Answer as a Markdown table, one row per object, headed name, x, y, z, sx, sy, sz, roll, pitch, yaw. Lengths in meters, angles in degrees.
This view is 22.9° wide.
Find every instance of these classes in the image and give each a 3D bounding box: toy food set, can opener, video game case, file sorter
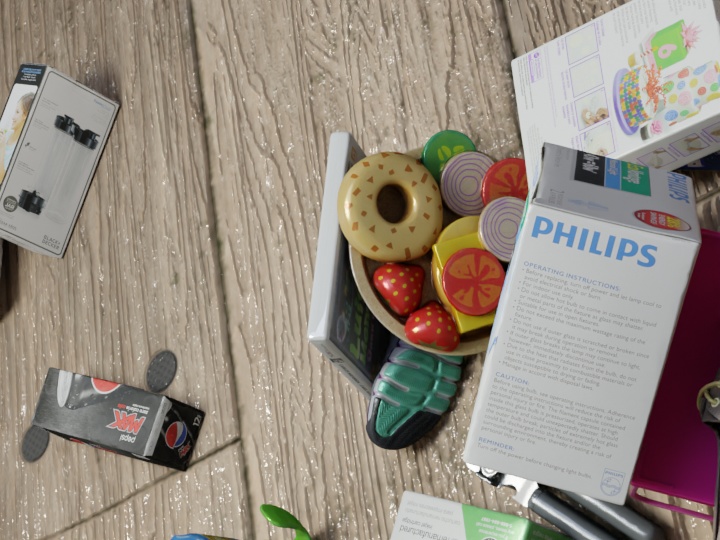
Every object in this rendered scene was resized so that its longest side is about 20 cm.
| name | x | y | z | sx | sy | sz | roll | pitch | yaw |
| --- | --- | --- | --- | --- | --- | --- | --- | --- | --- |
| toy food set | 0.085 | -0.025 | 1.595 | 0.049 | 0.197 | 0.201 | 141 | 112 | -71 |
| can opener | 0.171 | 0.188 | 1.500 | 0.199 | 0.066 | 0.053 | 31 | 94 | 36 |
| video game case | 0.000 | 0.000 | 1.651 | 0.023 | 0.182 | 0.202 | -1 | 68 | 19 |
| file sorter | 0.292 | 0.092 | 1.363 | 0.138 | 0.125 | 0.202 | 14 | 76 | 8 |

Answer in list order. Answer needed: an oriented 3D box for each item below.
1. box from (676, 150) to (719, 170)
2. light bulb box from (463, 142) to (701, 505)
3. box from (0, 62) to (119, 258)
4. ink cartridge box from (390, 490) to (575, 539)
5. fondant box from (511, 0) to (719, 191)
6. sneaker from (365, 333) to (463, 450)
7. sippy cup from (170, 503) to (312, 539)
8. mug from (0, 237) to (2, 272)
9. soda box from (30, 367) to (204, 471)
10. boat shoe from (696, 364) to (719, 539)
| name | x | y | z | sx | sy | sz | roll | pitch | yaw |
| --- | --- | --- | --- | --- | --- | --- | --- | --- | --- |
| box | 0.251 | -0.131 | 1.570 | 0.199 | 0.064 | 0.071 | 4 | 72 | 43 |
| light bulb box | 0.164 | 0.032 | 1.313 | 0.124 | 0.198 | 0.202 | 14 | 108 | 4 |
| box | -0.374 | -0.129 | 2.084 | 0.060 | 0.116 | 0.201 | 12 | 80 | 46 |
| ink cartridge box | 0.084 | 0.303 | 1.498 | 0.145 | 0.084 | 0.202 | 6 | 75 | 43 |
| fondant box | 0.231 | -0.150 | 1.512 | 0.199 | 0.058 | 0.145 | -25 | 55 | 32 |
| sneaker | 0.055 | 0.071 | 1.662 | 0.201 | 0.074 | 0.087 | -64 | 20 | -3 |
| sippy cup | -0.128 | 0.305 | 1.653 | 0.139 | 0.130 | 0.179 | -4 | 67 | 39 |
| mug | -0.510 | -0.018 | 2.148 | 0.200 | 0.147 | 0.176 | 123 | 153 | -49 |
| soda box | -0.260 | 0.156 | 1.886 | 0.199 | 0.063 | 0.071 | 8 | 76 | 43 |
| boat shoe | 0.271 | 0.108 | 1.261 | 0.059 | 0.072 | 0.202 | -3 | 80 | 1 |
